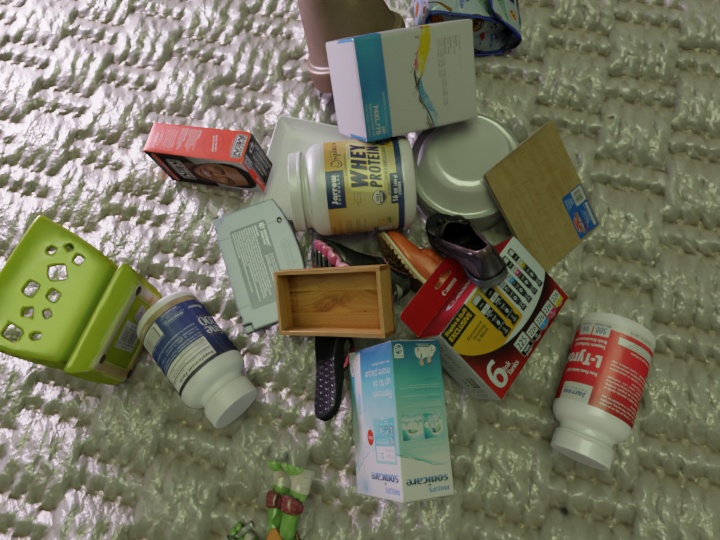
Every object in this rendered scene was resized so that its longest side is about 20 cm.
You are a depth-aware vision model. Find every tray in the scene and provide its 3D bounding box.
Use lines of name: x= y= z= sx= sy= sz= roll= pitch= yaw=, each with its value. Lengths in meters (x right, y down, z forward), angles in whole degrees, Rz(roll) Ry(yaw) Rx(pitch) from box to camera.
tray: x=-0.043 y=0.046 z=0.861 sx=0.196 sy=0.037 sz=0.102 roll=-2 pitch=96 yaw=34

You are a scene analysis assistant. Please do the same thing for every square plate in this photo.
square plate: x=-0.081 y=-0.172 z=1.026 sx=0.194 sy=0.029 sz=0.203 roll=12 pitch=73 yaw=9

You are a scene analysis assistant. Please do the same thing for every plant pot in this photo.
plant pot: x=-0.434 y=0.066 z=0.891 sx=0.177 sy=0.201 sz=0.203 roll=22 pitch=73 yaw=4
plant pot: x=-0.028 y=-0.445 z=0.998 sx=0.195 sy=0.176 sz=0.203 roll=-16 pitch=42 yaw=15

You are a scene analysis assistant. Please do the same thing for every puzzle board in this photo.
puzzle board: x=0.297 y=-0.113 z=0.928 sx=0.150 sy=0.017 sz=0.202 roll=-37 pitch=109 yaw=-11

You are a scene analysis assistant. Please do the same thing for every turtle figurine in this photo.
turtle figurine: x=-0.145 y=0.366 z=0.791 sx=0.194 sy=0.145 sz=0.199 roll=12 pitch=69 yaw=5

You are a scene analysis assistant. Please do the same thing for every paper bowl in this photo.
paper bowl: x=0.178 y=-0.177 z=0.968 sx=0.194 sy=0.105 sz=0.207 roll=-2 pitch=71 yaw=5

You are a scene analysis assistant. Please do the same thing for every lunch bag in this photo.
lunch bag: x=0.206 y=-0.506 z=1.070 sx=0.194 sy=0.124 sz=0.175 roll=3 pitch=71 yaw=-9

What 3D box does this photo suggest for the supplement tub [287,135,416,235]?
supplement tub: x=-0.013 y=-0.134 z=0.918 sx=0.194 sy=0.145 sz=0.149 roll=-6 pitch=71 yaw=-1

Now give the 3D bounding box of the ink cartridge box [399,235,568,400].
ink cartridge box: x=0.184 y=0.056 z=0.853 sx=0.175 sy=0.084 sz=0.201 roll=44 pitch=69 yaw=-7

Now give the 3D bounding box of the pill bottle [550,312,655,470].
pill bottle: x=0.348 y=0.175 z=0.830 sx=0.110 sy=0.113 sz=0.204 roll=21 pitch=74 yaw=11

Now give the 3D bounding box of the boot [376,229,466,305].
boot: x=0.118 y=-0.010 z=0.937 sx=0.200 sy=0.075 sz=0.107 roll=44 pitch=76 yaw=8

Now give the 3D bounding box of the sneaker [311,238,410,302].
sneaker: x=0.000 y=0.000 z=0.923 sx=0.094 sy=0.081 sz=0.198 roll=-24 pitch=43 yaw=-38

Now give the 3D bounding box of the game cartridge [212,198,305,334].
game cartridge: x=-0.160 y=-0.010 z=0.960 sx=0.130 sy=0.040 sz=0.205 roll=-19 pitch=81 yaw=2

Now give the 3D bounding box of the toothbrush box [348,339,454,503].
toothbrush box: x=0.052 y=0.210 z=0.806 sx=0.083 sy=0.146 sz=0.206 roll=1 pitch=76 yaw=-25

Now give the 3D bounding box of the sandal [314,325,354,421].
sandal: x=-0.039 y=0.138 z=0.900 sx=0.044 sy=0.075 sz=0.205 roll=22 pitch=55 yaw=-30

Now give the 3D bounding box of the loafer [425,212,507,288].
loafer: x=0.151 y=-0.050 z=0.849 sx=0.071 sy=0.064 sz=0.201 roll=-31 pitch=35 yaw=-4

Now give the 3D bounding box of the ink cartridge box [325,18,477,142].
ink cartridge box: x=0.066 y=-0.304 z=0.908 sx=0.195 sy=0.147 sz=0.150 roll=-15 pitch=112 yaw=-15

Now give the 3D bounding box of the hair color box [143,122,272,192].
hair color box: x=-0.265 y=-0.198 z=0.997 sx=0.194 sy=0.102 sz=0.063 roll=9 pitch=71 yaw=18

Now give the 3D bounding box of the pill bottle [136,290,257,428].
pill bottle: x=-0.251 y=0.140 z=0.891 sx=0.111 sy=0.111 sz=0.200 roll=-40 pitch=73 yaw=-9
